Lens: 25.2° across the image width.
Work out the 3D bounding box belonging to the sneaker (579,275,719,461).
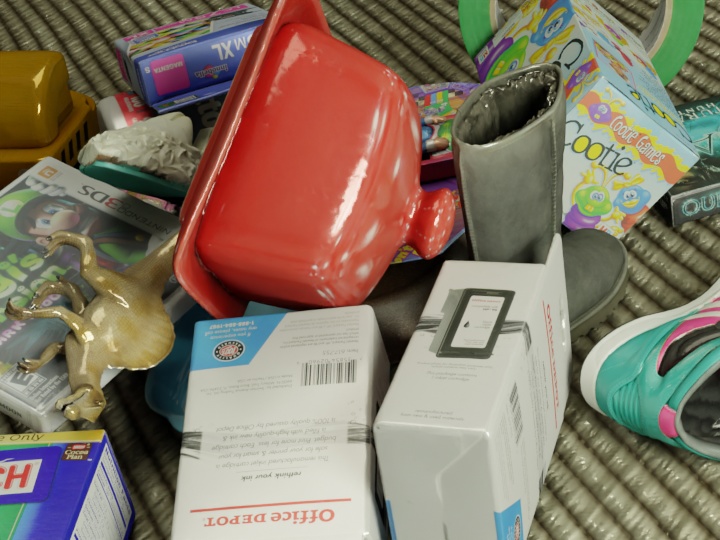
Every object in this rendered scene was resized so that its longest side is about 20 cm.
[{"bbox_3d":[0.244,0.048,0.978,0.198,0.084,0.121,-29,30,-13],"label":"sneaker"}]

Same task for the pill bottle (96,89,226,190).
[{"bbox_3d":[-0.101,-0.106,1.294,0.198,0.121,0.120,-18,32,-12],"label":"pill bottle"}]

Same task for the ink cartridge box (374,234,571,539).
[{"bbox_3d":[0.072,0.075,0.946,0.067,0.117,0.201,3,34,19],"label":"ink cartridge box"}]

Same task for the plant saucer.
[{"bbox_3d":[0.000,0.000,1.178,0.197,0.037,0.201,-8,31,5],"label":"plant saucer"}]

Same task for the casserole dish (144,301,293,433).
[{"bbox_3d":[-0.067,0.038,1.094,0.120,0.039,0.202,3,53,28],"label":"casserole dish"}]

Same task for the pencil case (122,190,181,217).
[{"bbox_3d":[-0.192,0.021,1.155,0.082,0.087,0.200,14,42,23],"label":"pencil case"}]

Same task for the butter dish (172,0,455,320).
[{"bbox_3d":[-0.012,-0.050,0.991,0.146,0.200,0.202,21,81,10],"label":"butter dish"}]

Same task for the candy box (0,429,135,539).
[{"bbox_3d":[-0.236,0.183,0.924,0.167,0.078,0.201,-5,31,10],"label":"candy box"}]

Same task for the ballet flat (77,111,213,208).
[{"bbox_3d":[-0.124,-0.075,1.146,0.071,0.199,0.073,-11,70,33],"label":"ballet flat"}]

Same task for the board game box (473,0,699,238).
[{"bbox_3d":[0.165,-0.124,1.222,0.103,0.104,0.201,-46,24,22],"label":"board game box"}]

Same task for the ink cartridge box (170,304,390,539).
[{"bbox_3d":[-0.044,0.123,0.939,0.114,0.068,0.202,-6,50,9],"label":"ink cartridge box"}]

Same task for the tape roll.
[{"bbox_3d":[0.179,-0.223,1.316,0.197,0.203,0.048,-6,32,8],"label":"tape roll"}]

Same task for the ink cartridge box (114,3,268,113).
[{"bbox_3d":[-0.117,-0.164,1.221,0.118,0.042,0.200,-18,19,-10],"label":"ink cartridge box"}]

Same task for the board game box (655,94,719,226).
[{"bbox_3d":[0.307,-0.100,1.246,0.197,0.028,0.136,-15,31,-6],"label":"board game box"}]

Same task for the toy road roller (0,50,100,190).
[{"bbox_3d":[-0.281,-0.088,1.295,0.121,0.148,0.201,1,33,18],"label":"toy road roller"}]

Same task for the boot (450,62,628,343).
[{"bbox_3d":[0.118,-0.045,1.053,0.072,0.202,0.182,10,37,31],"label":"boot"}]

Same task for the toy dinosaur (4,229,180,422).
[{"bbox_3d":[-0.159,0.021,1.027,0.100,0.058,0.201,25,52,5],"label":"toy dinosaur"}]

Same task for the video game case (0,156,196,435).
[{"bbox_3d":[-0.211,0.009,1.085,0.180,0.024,0.200,24,47,26],"label":"video game case"}]

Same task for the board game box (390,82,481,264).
[{"bbox_3d":[0.035,-0.084,1.112,0.157,0.039,0.200,25,56,41],"label":"board game box"}]
